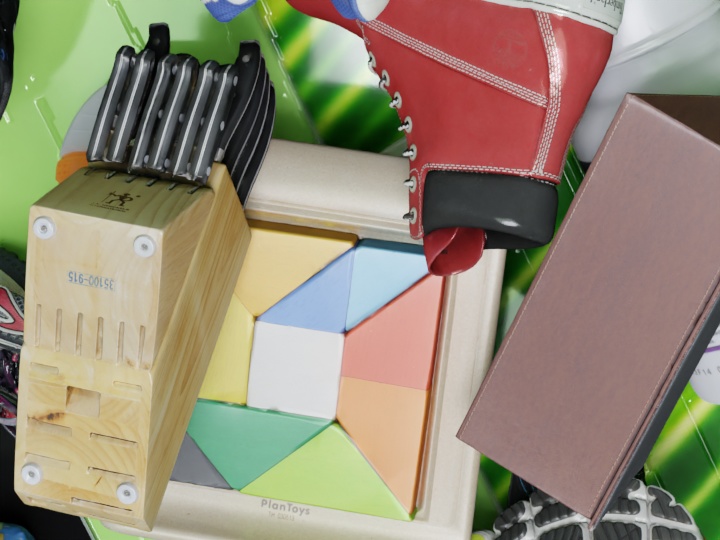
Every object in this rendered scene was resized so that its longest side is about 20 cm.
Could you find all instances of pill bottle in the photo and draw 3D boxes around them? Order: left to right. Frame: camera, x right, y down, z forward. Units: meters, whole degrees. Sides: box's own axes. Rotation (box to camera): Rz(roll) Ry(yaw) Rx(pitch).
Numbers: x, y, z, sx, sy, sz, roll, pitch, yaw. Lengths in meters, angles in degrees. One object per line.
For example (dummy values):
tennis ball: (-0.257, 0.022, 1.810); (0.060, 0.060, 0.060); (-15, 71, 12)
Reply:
pill bottle: (0.166, -0.048, 1.350); (0.111, 0.111, 0.200); (-25, 102, 13)

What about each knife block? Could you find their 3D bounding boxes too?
knife block: (-0.090, -0.005, 1.304); (0.064, 0.176, 0.200); (11, 111, 16)

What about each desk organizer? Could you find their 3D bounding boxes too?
desk organizer: (0.123, 0.009, 1.288); (0.077, 0.072, 0.200); (31, 121, 11)

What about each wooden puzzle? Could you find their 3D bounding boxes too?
wooden puzzle: (-0.030, 0.041, 1.361); (0.185, 0.037, 0.200); (9, 101, 8)

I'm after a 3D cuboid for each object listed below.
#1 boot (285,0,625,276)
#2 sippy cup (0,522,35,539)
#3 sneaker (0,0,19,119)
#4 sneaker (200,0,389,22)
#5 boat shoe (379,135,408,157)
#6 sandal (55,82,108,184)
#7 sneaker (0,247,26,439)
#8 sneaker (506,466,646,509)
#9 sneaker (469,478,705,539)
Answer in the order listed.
boot: (0.022, -0.077, 1.323); (0.200, 0.072, 0.145); (17, 92, 45)
sippy cup: (-0.223, 0.185, 1.458); (0.130, 0.140, 0.178); (-11, 143, -1)
sneaker: (-0.184, -0.143, 1.359); (0.073, 0.112, 0.200); (3, 110, -12)
sneaker: (-0.071, -0.154, 1.255); (0.200, 0.075, 0.088); (6, 94, -15)
boat shoe: (0.000, 0.000, 1.405); (0.200, 0.069, 0.071); (-39, 98, 15)
sandal: (-0.110, 0.001, 1.423); (0.079, 0.059, 0.207); (13, 103, 20)
sneaker: (-0.168, 0.048, 1.376); (0.200, 0.075, 0.081); (25, 112, 47)
sneaker: (0.106, 0.101, 1.415); (0.073, 0.082, 0.200); (-3, 106, 6)
sneaker: (0.090, 0.159, 1.393); (0.200, 0.077, 0.085); (-21, 136, 33)
